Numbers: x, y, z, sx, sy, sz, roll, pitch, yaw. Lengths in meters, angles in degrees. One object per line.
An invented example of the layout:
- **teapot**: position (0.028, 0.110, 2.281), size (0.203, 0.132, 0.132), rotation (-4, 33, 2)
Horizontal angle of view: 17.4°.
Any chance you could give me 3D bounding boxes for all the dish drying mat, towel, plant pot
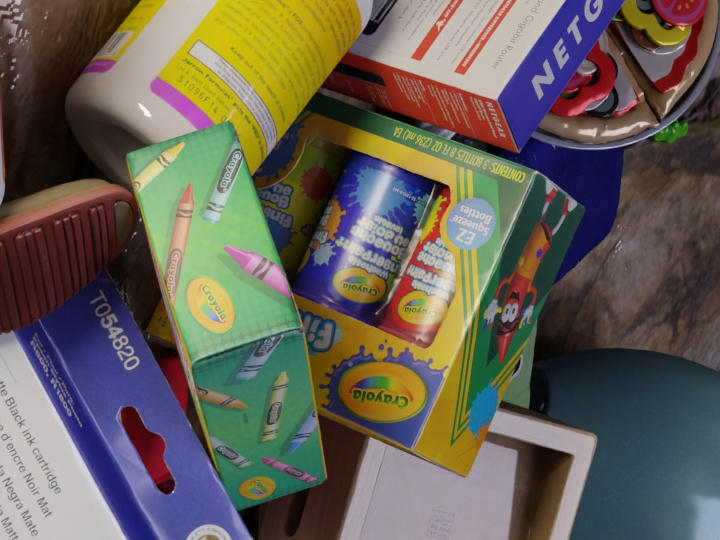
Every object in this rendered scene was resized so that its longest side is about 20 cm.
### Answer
- **dish drying mat**: position (-0.121, 0.090, 1.285), size (0.200, 0.018, 0.078), rotation (-15, 113, -82)
- **towel**: position (0.109, -0.041, 1.609), size (0.200, 0.049, 0.149), rotation (-37, 143, -40)
- **plant pot**: position (0.161, 0.137, 1.675), size (0.134, 0.200, 0.202), rotation (26, 86, -23)

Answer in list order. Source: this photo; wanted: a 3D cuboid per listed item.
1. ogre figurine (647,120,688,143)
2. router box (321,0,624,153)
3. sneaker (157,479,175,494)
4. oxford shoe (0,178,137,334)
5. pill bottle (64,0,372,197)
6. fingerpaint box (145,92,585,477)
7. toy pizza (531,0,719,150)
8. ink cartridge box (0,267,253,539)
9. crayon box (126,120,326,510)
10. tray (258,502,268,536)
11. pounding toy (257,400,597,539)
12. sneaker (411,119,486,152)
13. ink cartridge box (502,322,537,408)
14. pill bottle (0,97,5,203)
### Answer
- **ogre figurine**: position (0.156, -0.176, 1.541), size (0.199, 0.098, 0.121), rotation (26, 78, -13)
- **router box**: position (0.063, -0.178, 1.341), size (0.201, 0.179, 0.049), rotation (-54, 143, -20)
- **sneaker**: position (-0.133, 0.200, 1.325), size (0.200, 0.081, 0.089), rotation (-51, 156, -60)
- **oxford shoe**: position (-0.202, -0.007, 1.108), size (0.199, 0.075, 0.071), rotation (-23, 141, -23)
- **pill bottle**: position (-0.062, -0.130, 1.256), size (0.201, 0.104, 0.105), rotation (-53, 144, -21)
- **fingerpaint box**: position (0.000, 0.000, 1.330), size (0.073, 0.199, 0.168), rotation (31, 83, -56)
- **toy pizza**: position (0.139, -0.175, 1.466), size (0.201, 0.200, 0.032), rotation (-57, -172, -17)
- **ink cartridge box**: position (-0.166, 0.129, 1.159), size (0.199, 0.041, 0.201), rotation (-30, 103, -10)
- **crayon box**: position (-0.066, 0.029, 1.196), size (0.058, 0.120, 0.200), rotation (-17, 154, -6)
- **tray**: position (-0.019, 0.080, 1.497), size (0.098, 0.037, 0.202), rotation (-27, 130, -45)
- **pounding toy**: position (0.009, 0.163, 1.436), size (0.183, 0.142, 0.202), rotation (16, 90, -27)
- **sneaker**: position (0.066, -0.039, 1.453), size (0.201, 0.113, 0.076), rotation (-60, -176, -34)
- **ink cartridge box**: position (0.063, 0.132, 1.574), size (0.104, 0.059, 0.202), rotation (-34, 135, -55)
- **pill bottle**: position (-0.216, -0.118, 1.037), size (0.112, 0.112, 0.202), rotation (-28, 129, -45)
